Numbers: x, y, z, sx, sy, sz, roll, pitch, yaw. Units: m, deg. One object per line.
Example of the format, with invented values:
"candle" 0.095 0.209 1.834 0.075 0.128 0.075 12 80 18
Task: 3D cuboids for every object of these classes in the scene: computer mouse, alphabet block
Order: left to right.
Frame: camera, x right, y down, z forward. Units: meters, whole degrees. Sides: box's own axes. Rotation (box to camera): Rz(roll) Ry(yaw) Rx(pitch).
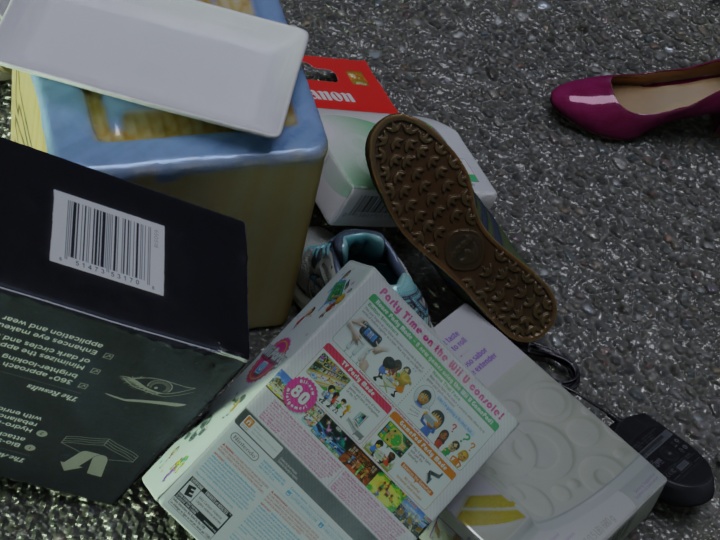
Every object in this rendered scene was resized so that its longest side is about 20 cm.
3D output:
"alphabet block" -0.148 -0.083 1.174 0.194 0.201 0.198 -5 53 -18
"computer mouse" 0.178 0.115 1.207 0.200 0.034 0.058 38 42 26

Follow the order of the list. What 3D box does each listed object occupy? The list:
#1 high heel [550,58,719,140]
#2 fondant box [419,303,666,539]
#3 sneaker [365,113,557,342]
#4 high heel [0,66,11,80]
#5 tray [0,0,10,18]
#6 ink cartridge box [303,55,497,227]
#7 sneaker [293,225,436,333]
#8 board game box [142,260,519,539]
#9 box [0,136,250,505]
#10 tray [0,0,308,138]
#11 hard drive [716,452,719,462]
"high heel" 0.268 -0.165 1.403 0.198 0.096 0.068 0 52 -13
"fondant box" 0.095 0.136 1.149 0.200 0.058 0.144 41 55 20
"sneaker" 0.066 -0.031 1.220 0.067 0.090 0.201 -40 100 -4
"high heel" -0.340 -0.206 1.309 0.142 0.072 0.200 38 59 16
"tray" -0.236 -0.203 1.287 0.200 0.022 0.108 40 45 -33
"ink cartridge box" 0.001 -0.120 1.303 0.160 0.050 0.201 0 51 -42
"sneaker" 0.000 0.000 1.182 0.077 0.087 0.200 -22 32 -18
"board game box" -0.018 0.117 1.045 0.200 0.064 0.148 -46 105 -8
"box" -0.202 0.037 1.030 0.195 0.200 0.118 19 46 -27
"tray" -0.140 -0.145 1.080 0.198 0.022 0.108 15 51 -2
"hard drive" 0.367 0.198 1.185 0.131 0.026 0.201 -13 56 -22
